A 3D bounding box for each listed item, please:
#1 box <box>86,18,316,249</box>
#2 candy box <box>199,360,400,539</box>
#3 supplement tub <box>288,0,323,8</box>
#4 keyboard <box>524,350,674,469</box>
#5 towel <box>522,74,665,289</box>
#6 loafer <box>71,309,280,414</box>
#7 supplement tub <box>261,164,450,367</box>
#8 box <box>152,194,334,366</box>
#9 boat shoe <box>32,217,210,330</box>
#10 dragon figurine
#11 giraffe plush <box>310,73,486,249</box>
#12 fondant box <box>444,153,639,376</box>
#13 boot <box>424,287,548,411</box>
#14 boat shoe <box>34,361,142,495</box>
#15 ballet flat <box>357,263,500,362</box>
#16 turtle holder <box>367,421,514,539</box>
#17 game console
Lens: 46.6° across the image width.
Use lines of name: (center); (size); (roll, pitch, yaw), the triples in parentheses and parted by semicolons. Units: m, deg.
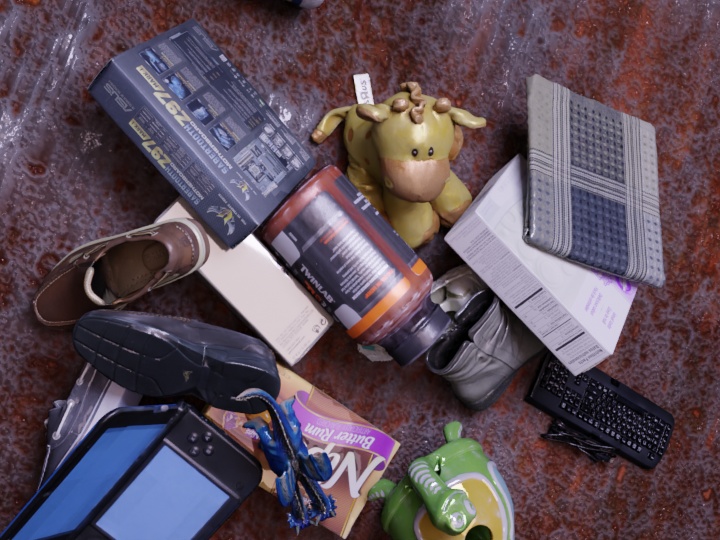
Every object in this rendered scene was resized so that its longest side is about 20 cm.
box: (-0.147, -0.139, 0.825); (0.051, 0.158, 0.200); (-36, 102, 32)
candy box: (-0.070, 0.178, 0.885); (0.199, 0.056, 0.118); (35, 81, -11)
supplement tub: (-0.107, -0.369, 0.838); (0.197, 0.144, 0.147); (21, 84, -14)
keyboard: (0.290, 0.178, 0.994); (0.198, 0.040, 0.105); (29, 81, -12)
towel: (0.250, -0.095, 0.904); (0.190, 0.034, 0.204); (16, 67, -24)
loafer: (-0.173, 0.078, 0.797); (0.197, 0.073, 0.073); (22, 114, -17)
supplement tub: (0.000, 0.000, 0.840); (0.107, 0.107, 0.200); (-43, 90, -12)
box: (-0.122, 0.003, 0.861); (0.068, 0.082, 0.200); (-45, 101, -11)
boat shoe: (-0.241, 0.005, 0.786); (0.200, 0.075, 0.076); (-26, 95, 20)
dragon figurine: (-0.063, 0.179, 0.788); (0.058, 0.201, 0.100); (-26, 58, -15)
giraffe plush: (0.051, -0.125, 0.868); (0.171, 0.162, 0.202); (-28, 97, -14)
fondant box: (0.198, -0.010, 0.892); (0.200, 0.058, 0.144); (46, 43, -3)
boot: (0.159, 0.056, 0.910); (0.201, 0.067, 0.131); (-49, 143, -10)
boat shoe: (-0.277, 0.153, 0.823); (0.067, 0.072, 0.202); (29, 92, 11)
ballet flat: (0.089, 0.048, 0.928); (0.198, 0.072, 0.073); (-28, 96, -15)
turtle holder: (0.099, 0.243, 0.859); (0.139, 0.187, 0.132); (-23, 58, -30)
game console: (-0.215, 0.229, 0.784); (0.170, 0.118, 0.200); (41, 100, -11)
